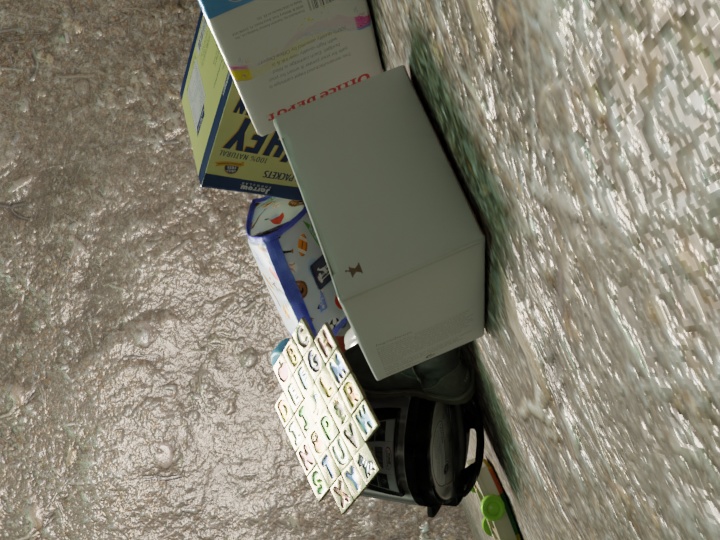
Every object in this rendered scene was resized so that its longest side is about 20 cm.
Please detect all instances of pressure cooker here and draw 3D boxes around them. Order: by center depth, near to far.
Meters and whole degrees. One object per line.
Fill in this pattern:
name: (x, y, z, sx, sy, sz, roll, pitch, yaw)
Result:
pressure cooker: (0.057, 0.192, 0.957, 0.177, 0.195, 0.182, 57, -138, -50)

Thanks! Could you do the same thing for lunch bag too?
lunch bag: (-0.081, -0.010, 1.061, 0.201, 0.121, 0.173, -91, -20, -69)

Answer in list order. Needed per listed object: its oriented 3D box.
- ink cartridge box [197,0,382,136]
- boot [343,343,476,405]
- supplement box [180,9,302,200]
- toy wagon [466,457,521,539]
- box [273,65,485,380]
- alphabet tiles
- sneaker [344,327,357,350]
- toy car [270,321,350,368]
ink cartridge box: (-0.066, -0.228, 0.662, 0.201, 0.126, 0.127, 71, 177, -58)
boot: (0.032, 0.062, 0.811, 0.201, 0.177, 0.074, 59, -142, -51)
supplement box: (-0.121, -0.230, 0.935, 0.202, 0.131, 0.202, -63, 34, 36)
toy wagon: (0.198, 0.367, 1.098, 0.155, 0.039, 0.204, 115, 133, -89)
box: (0.022, -0.026, 0.613, 0.201, 0.104, 0.155, 71, 178, -66)
alphabet tiles: (-0.043, 0.165, 0.896, 0.202, 0.006, 0.168, 60, 137, 28)
sneaker: (0.037, 0.044, 0.940, 0.200, 0.069, 0.082, -41, 56, 52)
toy car: (0.000, 0.138, 1.169, 0.185, 0.196, 0.180, -50, -34, -41)
